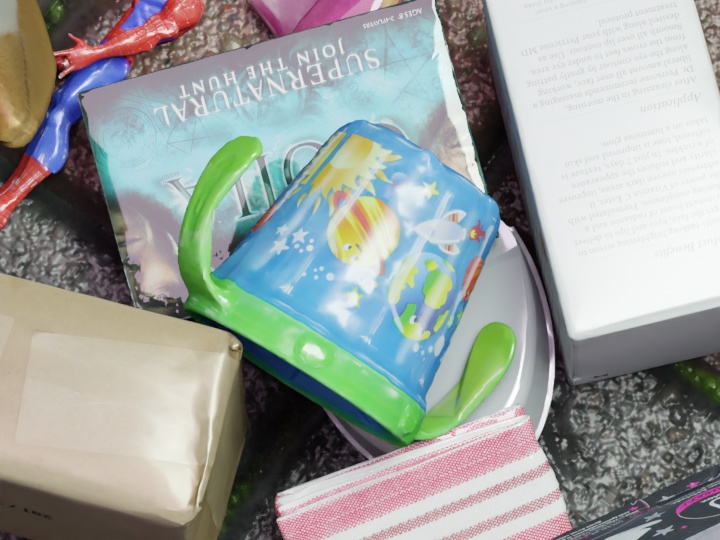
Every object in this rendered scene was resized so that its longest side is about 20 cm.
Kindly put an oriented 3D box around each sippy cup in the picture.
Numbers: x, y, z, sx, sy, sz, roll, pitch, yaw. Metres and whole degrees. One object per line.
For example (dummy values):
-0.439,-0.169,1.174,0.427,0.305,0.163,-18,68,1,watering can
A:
0.000,0.000,1.317,0.140,0.178,0.130,28,82,23,sippy cup

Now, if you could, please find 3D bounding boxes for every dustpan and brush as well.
0.056,0.091,1.404,0.139,0.057,0.200,-22,71,5,dustpan and brush

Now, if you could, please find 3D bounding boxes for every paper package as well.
-0.163,0.078,1.340,0.200,0.191,0.104,14,73,4,paper package

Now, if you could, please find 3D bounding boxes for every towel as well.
0.053,0.186,1.370,0.146,0.030,0.200,-21,97,-1,towel

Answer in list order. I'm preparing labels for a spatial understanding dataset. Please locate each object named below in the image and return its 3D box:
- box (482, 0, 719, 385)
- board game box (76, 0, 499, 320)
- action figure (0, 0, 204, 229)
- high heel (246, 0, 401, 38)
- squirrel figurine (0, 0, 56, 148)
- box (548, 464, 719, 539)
0.138,-0.056,1.375,0.106,0.152,0.200,-14,78,1,box
-0.038,-0.056,1.395,0.200,0.028,0.135,-16,88,3,board game box
-0.147,-0.110,1.445,0.200,0.065,0.052,-45,98,-7,action figure
0.035,-0.176,1.445,0.200,0.067,0.096,-37,69,0,high heel
-0.267,-0.127,1.423,0.187,0.200,0.142,-30,118,29,squirrel figurine
0.139,0.198,1.305,0.200,0.115,0.132,-22,97,-14,box
